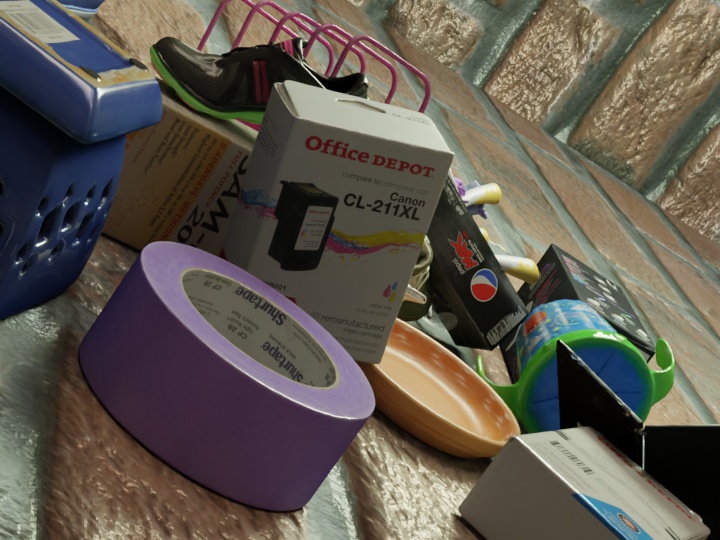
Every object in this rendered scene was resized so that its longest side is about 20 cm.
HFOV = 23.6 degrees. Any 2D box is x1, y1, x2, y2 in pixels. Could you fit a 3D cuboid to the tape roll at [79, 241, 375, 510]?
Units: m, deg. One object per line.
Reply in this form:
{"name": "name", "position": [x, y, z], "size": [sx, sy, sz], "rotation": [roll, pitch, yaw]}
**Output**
{"name": "tape roll", "position": [-0.093, 0.072, 1.217], "size": [0.199, 0.085, 0.200], "rotation": [34, 15, -10]}

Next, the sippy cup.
{"name": "sippy cup", "position": [0.213, 0.097, 1.722], "size": [0.177, 0.140, 0.131], "rotation": [28, 19, -18]}

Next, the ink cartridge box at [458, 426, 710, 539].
{"name": "ink cartridge box", "position": [0.190, 0.209, 1.436], "size": [0.146, 0.085, 0.200], "rotation": [41, 14, 22]}

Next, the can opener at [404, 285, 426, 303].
{"name": "can opener", "position": [0.000, 0.000, 1.588], "size": [0.052, 0.067, 0.200], "rotation": [29, -12, -28]}

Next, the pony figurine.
{"name": "pony figurine", "position": [0.086, -0.044, 1.884], "size": [0.199, 0.166, 0.194], "rotation": [-10, 71, -47]}

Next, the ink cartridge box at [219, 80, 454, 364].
{"name": "ink cartridge box", "position": [-0.027, -0.038, 1.427], "size": [0.145, 0.201, 0.083], "rotation": [11, 23, -19]}

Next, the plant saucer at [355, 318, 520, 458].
{"name": "plant saucer", "position": [0.054, 0.105, 1.551], "size": [0.199, 0.038, 0.200], "rotation": [33, 15, -10]}

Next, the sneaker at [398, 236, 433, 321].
{"name": "sneaker", "position": [0.036, -0.006, 1.679], "size": [0.089, 0.067, 0.200], "rotation": [9, -26, 39]}

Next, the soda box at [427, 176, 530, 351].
{"name": "soda box", "position": [0.090, -0.015, 1.765], "size": [0.071, 0.063, 0.201], "rotation": [6, -48, 59]}

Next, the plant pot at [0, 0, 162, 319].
{"name": "plant pot", "position": [-0.261, -0.099, 1.183], "size": [0.200, 0.180, 0.200], "rotation": [37, 14, 3]}

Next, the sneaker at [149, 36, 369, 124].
{"name": "sneaker", "position": [-0.083, -0.166, 1.458], "size": [0.199, 0.084, 0.077], "rotation": [14, 24, -21]}

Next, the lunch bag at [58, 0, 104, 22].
{"name": "lunch bag", "position": [-0.343, -0.276, 1.653], "size": [0.136, 0.133, 0.200], "rotation": [39, 14, 14]}

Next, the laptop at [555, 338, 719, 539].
{"name": "laptop", "position": [0.277, 0.161, 1.579], "size": [0.200, 0.103, 0.178], "rotation": [48, -24, 41]}

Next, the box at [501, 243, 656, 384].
{"name": "box", "position": [0.233, 0.073, 1.893], "size": [0.106, 0.123, 0.200], "rotation": [32, 15, -13]}

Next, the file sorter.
{"name": "file sorter", "position": [-0.053, -0.169, 1.630], "size": [0.199, 0.126, 0.139], "rotation": [25, -3, 42]}

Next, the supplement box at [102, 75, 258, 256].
{"name": "supplement box", "position": [-0.156, -0.078, 1.467], "size": [0.199, 0.126, 0.074], "rotation": [26, 16, -31]}
